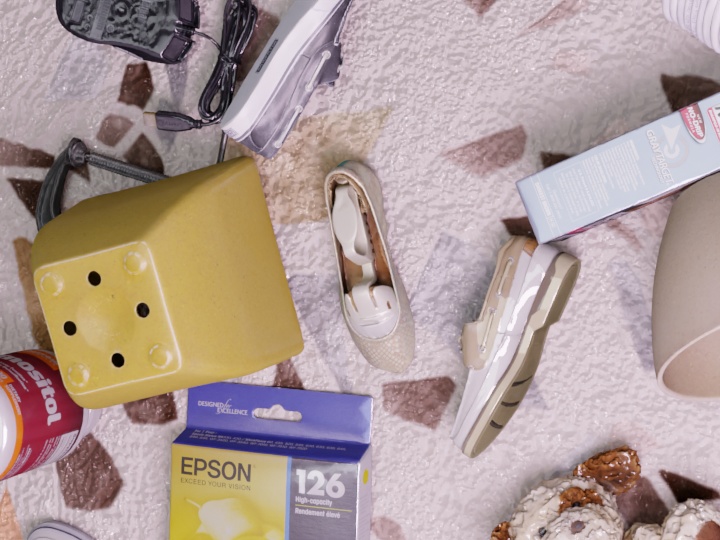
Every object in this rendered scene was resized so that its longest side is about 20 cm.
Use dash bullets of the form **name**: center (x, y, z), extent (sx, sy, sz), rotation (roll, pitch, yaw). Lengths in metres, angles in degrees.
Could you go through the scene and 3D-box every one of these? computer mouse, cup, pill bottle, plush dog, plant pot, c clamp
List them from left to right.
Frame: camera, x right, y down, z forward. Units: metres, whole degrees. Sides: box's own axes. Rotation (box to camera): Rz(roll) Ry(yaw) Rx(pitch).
- **pill bottle**: center (-0.328, 0.135, 1.468), extent (0.112, 0.200, 0.115), rotation (1, 94, 18)
- **c clamp**: center (-0.224, -0.073, 1.513), extent (0.198, 0.027, 0.173), rotation (12, 103, 16)
- **computer mouse**: center (-0.199, -0.207, 1.480), extent (0.198, 0.046, 0.142), rotation (12, 90, 9)
- **plant pot**: center (-0.188, 0.024, 1.400), extent (0.193, 0.200, 0.197), rotation (-13, 97, 17)
- **plush dog**: center (0.204, 0.253, 1.349), extent (0.199, 0.161, 0.172), rotation (-35, 66, -10)
- **cup**: center (0.320, 0.001, 1.260), extent (0.198, 0.200, 0.145), rotation (-20, 64, 19)

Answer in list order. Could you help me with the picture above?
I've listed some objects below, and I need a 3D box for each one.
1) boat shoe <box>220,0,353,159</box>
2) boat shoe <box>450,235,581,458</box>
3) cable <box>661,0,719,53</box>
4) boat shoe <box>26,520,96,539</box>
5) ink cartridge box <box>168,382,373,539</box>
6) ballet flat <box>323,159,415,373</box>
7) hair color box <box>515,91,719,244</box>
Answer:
- **boat shoe**: center (-0.047, -0.194, 1.423), extent (0.067, 0.072, 0.201), rotation (33, 90, -21)
- **boat shoe**: center (0.124, 0.066, 1.382), extent (0.068, 0.075, 0.202), rotation (28, 95, 21)
- **cable**: center (0.309, -0.272, 1.221), extent (0.069, 0.200, 0.201), rotation (32, 138, 20)
- **boat shoe**: center (-0.263, 0.327, 1.530), extent (0.200, 0.067, 0.074), rotation (41, 105, 12)
- **ink cartridge box**: center (-0.087, 0.214, 1.476), extent (0.195, 0.047, 0.203), rotation (3, 97, 19)
- **ballet flat**: center (0.000, 0.000, 1.420), extent (0.067, 0.062, 0.202), rotation (-14, 90, 19)
- **hair color box**: center (0.240, -0.087, 1.312), extent (0.198, 0.099, 0.061), rotation (-24, 86, 19)
